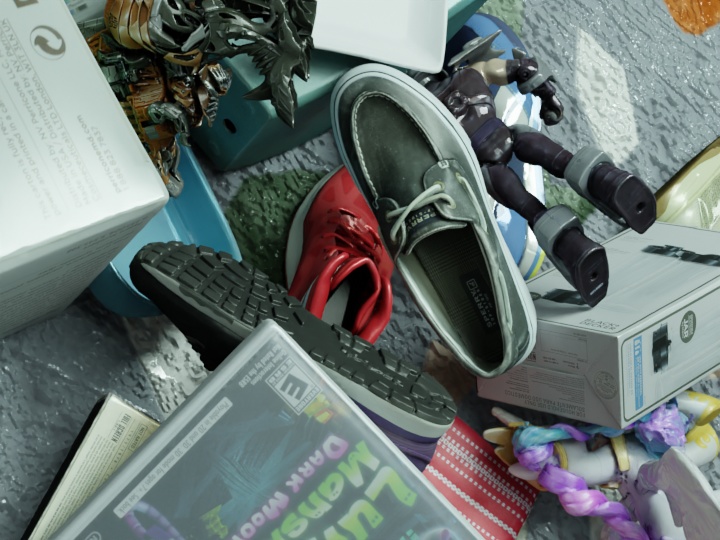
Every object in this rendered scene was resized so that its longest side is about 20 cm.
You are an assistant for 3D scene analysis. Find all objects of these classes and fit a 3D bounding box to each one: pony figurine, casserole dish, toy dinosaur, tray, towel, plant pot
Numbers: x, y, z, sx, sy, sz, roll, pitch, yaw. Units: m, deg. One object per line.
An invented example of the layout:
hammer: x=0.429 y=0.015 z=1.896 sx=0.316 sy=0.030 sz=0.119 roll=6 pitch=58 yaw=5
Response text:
pony figurine: x=0.187 y=0.152 z=1.285 sx=0.199 sy=0.167 sz=0.194 roll=0 pitch=44 yaw=-35
casserole dish: x=-0.143 y=-0.051 z=1.225 sx=0.121 sy=0.039 sz=0.201 roll=-12 pitch=71 yaw=-56
toy dinosaur: x=-0.095 y=-0.130 z=1.142 sx=0.134 sy=0.201 sz=0.103 roll=8 pitch=47 yaw=3
tray: x=0.003 y=-0.217 z=1.253 sx=0.106 sy=0.022 sz=0.202 roll=10 pitch=70 yaw=-18
towel: x=0.017 y=0.158 z=1.245 sx=0.144 sy=0.022 sz=0.200 roll=41 pitch=52 yaw=-8
plant pot: x=-0.035 y=-0.165 z=1.306 sx=0.142 sy=0.141 sz=0.200 roll=50 pitch=58 yaw=0

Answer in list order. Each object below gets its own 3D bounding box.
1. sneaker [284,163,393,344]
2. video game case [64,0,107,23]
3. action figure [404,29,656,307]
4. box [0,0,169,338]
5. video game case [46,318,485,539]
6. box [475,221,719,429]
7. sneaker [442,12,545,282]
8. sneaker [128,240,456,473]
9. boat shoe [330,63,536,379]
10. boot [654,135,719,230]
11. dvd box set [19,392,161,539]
sneaker: x=0.000 y=0.000 z=1.253 sx=0.078 sy=0.115 sz=0.201 roll=27 pitch=57 yaw=-16
video game case: x=-0.141 y=-0.221 z=1.233 sx=0.199 sy=0.022 sz=0.183 roll=-27 pitch=52 yaw=-4
action figure: x=0.088 y=-0.069 z=1.284 sx=0.200 sy=0.130 sz=0.069 roll=42 pitch=0 yaw=33
box: x=-0.248 y=-0.058 z=1.098 sx=0.199 sy=0.171 sz=0.200 roll=-23 pitch=80 yaw=-38
video game case: x=-0.056 y=0.159 z=1.100 sx=0.200 sy=0.023 sz=0.182 roll=-45 pitch=102 yaw=-5
box: x=0.175 y=0.029 z=1.323 sx=0.199 sy=0.116 sz=0.061 roll=-26 pitch=117 yaw=-45
sneaker: x=0.071 y=-0.084 z=1.367 sx=0.082 sy=0.074 sz=0.202 roll=8 pitch=62 yaw=-25
sneaker: x=-0.053 y=0.064 z=1.151 sx=0.199 sy=0.088 sz=0.076 roll=32 pitch=20 yaw=6
boat shoe: x=0.046 y=-0.030 z=1.212 sx=0.201 sy=0.072 sz=0.071 roll=58 pitch=13 yaw=-5
boot: x=0.298 y=-0.031 z=1.478 sx=0.200 sy=0.072 sz=0.155 roll=-38 pitch=88 yaw=-33
dvd box set: x=-0.091 y=0.180 z=1.139 sx=0.199 sy=0.029 sz=0.147 roll=32 pitch=72 yaw=-13
